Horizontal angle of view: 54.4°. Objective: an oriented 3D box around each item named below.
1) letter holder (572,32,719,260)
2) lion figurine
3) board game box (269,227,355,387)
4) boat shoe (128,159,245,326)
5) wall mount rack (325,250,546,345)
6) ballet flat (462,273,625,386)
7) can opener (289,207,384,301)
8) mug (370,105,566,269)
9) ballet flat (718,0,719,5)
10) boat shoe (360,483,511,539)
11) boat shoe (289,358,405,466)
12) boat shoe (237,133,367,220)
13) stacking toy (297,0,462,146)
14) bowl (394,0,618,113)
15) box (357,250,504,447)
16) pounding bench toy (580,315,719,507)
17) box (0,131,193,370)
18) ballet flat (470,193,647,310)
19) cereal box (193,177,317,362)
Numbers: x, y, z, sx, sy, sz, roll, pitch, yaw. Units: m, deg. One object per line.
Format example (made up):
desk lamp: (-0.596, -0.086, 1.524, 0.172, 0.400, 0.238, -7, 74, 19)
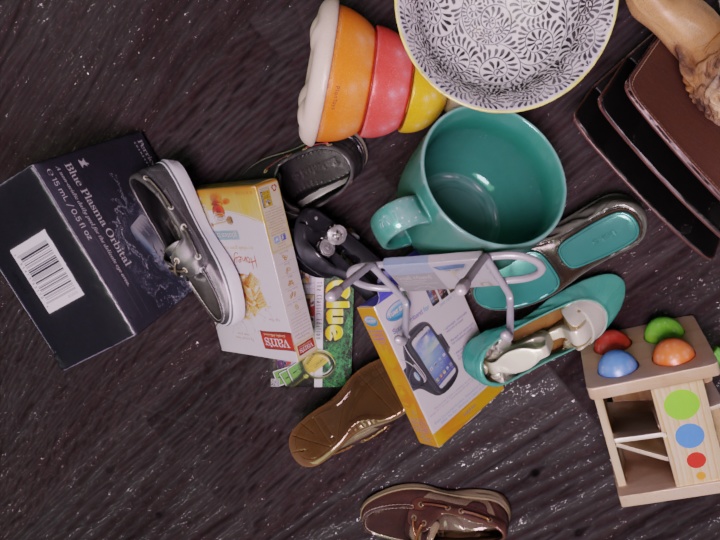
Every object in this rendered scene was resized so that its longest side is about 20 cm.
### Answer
letter holder: (0.295, -0.099, 0.644, 0.200, 0.142, 0.101, 44, 143, -4)
lion figurine: (0.279, -0.212, 0.595, 0.200, 0.122, 0.073, 46, 157, 15)
board game box: (-0.059, 0.048, 0.848, 0.103, 0.023, 0.203, -1, 109, -6)
boat shoe: (-0.194, -0.025, 0.778, 0.068, 0.056, 0.202, -27, 89, 50)
wall mount rack: (0.063, 0.019, 0.640, 0.198, 0.174, 0.076, -5, 66, 25)
ballet flat: (0.205, 0.072, 0.754, 0.198, 0.071, 0.068, -27, 109, 4)
can opener: (0.000, 0.000, 0.798, 0.199, 0.078, 0.064, 33, 76, -19)
mug: (0.098, -0.075, 0.706, 0.183, 0.114, 0.154, 11, 68, -12)
ballet flat: (0.371, -0.238, 0.635, 0.070, 0.067, 0.201, -22, 104, 44)
boat shoe: (0.090, 0.323, 0.891, 0.197, 0.072, 0.073, -3, 108, 15)
boat shoe: (0.007, 0.171, 0.861, 0.199, 0.072, 0.072, -38, 69, 3)
boat shoe: (-0.085, -0.095, 0.797, 0.200, 0.063, 0.074, -23, 108, 26)
stacking toy: (0.039, -0.185, 0.721, 0.197, 0.146, 0.148, 10, 112, -9)
bowl: (0.133, -0.251, 0.666, 0.198, 0.094, 0.204, 1, 100, 5)
box: (0.078, 0.079, 0.790, 0.041, 0.118, 0.202, -10, 109, 57)
pounding bench toy: (0.347, 0.129, 0.734, 0.198, 0.124, 0.158, -15, 104, 18)
box: (-0.291, -0.032, 0.795, 0.116, 0.200, 0.198, -24, 102, 22)
ballet flat: (0.211, -0.017, 0.753, 0.199, 0.064, 0.068, -29, 103, 27)
cereal box: (-0.128, 0.000, 0.798, 0.143, 0.039, 0.203, 1, 109, 43)
